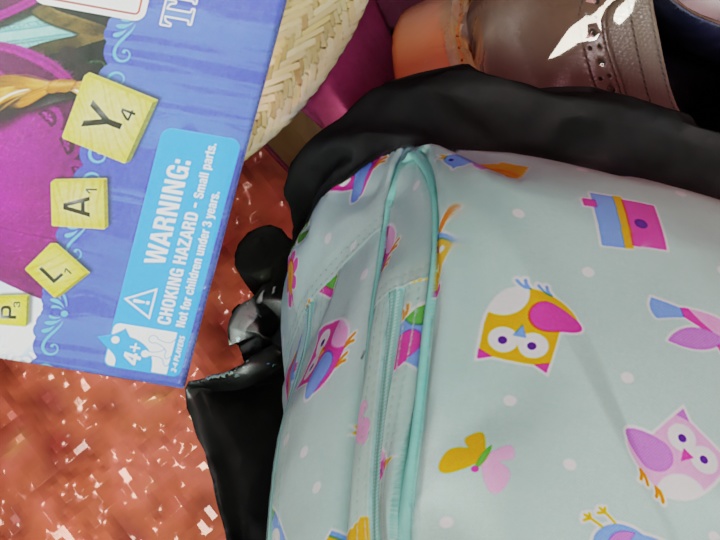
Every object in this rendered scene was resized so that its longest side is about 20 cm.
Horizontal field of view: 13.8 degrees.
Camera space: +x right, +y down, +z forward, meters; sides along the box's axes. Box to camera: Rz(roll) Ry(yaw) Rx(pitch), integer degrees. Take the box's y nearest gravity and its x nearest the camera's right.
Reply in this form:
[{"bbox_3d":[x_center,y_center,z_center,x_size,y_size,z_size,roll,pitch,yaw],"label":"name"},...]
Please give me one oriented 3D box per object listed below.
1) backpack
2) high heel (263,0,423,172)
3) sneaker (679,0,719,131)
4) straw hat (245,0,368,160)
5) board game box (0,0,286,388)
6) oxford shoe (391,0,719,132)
[{"bbox_3d":[0.044,0.060,0.614,0.167,0.127,0.200,14,50,-5],"label":"backpack"},{"bbox_3d":[0.000,0.000,0.753,0.096,0.067,0.200,-7,72,-23],"label":"high heel"},{"bbox_3d":[0.142,-0.070,0.776,0.200,0.080,0.086,-10,121,13],"label":"sneaker"},{"bbox_3d":[-0.092,-0.105,0.704,0.201,0.085,0.201,-1,73,2],"label":"straw hat"},{"bbox_3d":[-0.112,-0.083,0.634,0.199,0.041,0.200,9,115,-13],"label":"board game box"},{"bbox_3d":[0.092,-0.010,0.733,0.200,0.073,0.071,38,36,-43],"label":"oxford shoe"}]
